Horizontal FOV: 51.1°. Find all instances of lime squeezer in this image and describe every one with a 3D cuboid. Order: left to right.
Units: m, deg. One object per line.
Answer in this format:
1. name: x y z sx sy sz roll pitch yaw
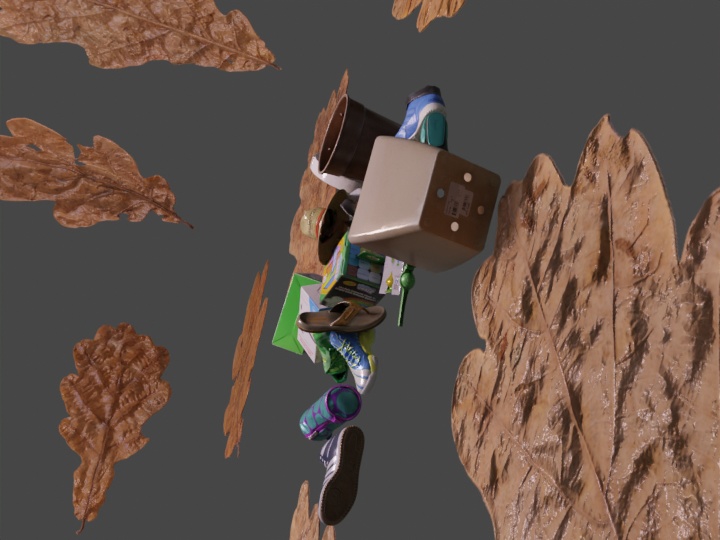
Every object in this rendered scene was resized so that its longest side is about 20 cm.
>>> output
1. lime squeezer: 0.110 0.014 1.504 0.071 0.037 0.201 47 123 37

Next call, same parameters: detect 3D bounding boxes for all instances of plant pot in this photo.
1. plant pot: 0.020 -0.300 1.837 0.200 0.197 0.202 -163 90 -74
2. plant pot: 0.126 -0.113 1.296 0.177 0.199 0.202 5 78 62

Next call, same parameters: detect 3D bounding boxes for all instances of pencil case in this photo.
1. pencil case: -0.069 0.323 1.690 0.093 0.085 0.200 -63 7 -34

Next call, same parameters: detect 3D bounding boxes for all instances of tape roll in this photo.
1. tape roll: -0.032 -0.251 1.967 0.203 0.201 0.037 -104 32 -63

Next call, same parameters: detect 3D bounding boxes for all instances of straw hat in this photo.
1. straw hat: -0.099 -0.112 1.831 0.201 0.084 0.203 17 -90 -74

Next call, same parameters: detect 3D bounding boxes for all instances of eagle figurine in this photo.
1. eagle figurine: 0.031 -0.136 1.770 0.153 0.150 0.200 -62 0 -18

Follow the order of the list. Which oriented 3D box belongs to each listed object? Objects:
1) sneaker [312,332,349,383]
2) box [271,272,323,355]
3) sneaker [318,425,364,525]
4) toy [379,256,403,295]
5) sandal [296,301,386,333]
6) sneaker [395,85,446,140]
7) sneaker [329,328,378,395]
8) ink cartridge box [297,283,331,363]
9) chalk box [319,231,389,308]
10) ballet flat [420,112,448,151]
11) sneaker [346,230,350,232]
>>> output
1. sneaker: -0.058 0.192 1.741 0.201 0.073 0.084 70 -176 -52
2. box: -0.146 0.114 2.055 0.176 0.096 0.202 5 -77 -76
3. sneaker: -0.052 0.423 1.539 0.108 0.070 0.201 -39 30 57
4. toy: 0.091 -0.046 1.592 0.115 0.047 0.202 -179 103 -71
5. sandal: -0.040 0.095 1.625 0.081 0.198 0.054 -103 12 -62
6. sneaker: 0.125 -0.333 1.721 0.200 0.076 0.112 -52 31 44
7. sneaker: -0.021 0.182 1.632 0.201 0.104 0.076 -93 25 -53
8. ink cartridge box: -0.105 0.149 1.890 0.116 0.067 0.202 47 139 50
9. chalk box: 0.000 0.000 1.726 0.200 0.124 0.125 130 153 -53
10. ballet flat: 0.153 -0.235 1.570 0.071 0.067 0.202 85 -169 -58
11. sneaker: -0.068 -0.087 2.132 0.200 0.089 0.071 -165 93 -75
